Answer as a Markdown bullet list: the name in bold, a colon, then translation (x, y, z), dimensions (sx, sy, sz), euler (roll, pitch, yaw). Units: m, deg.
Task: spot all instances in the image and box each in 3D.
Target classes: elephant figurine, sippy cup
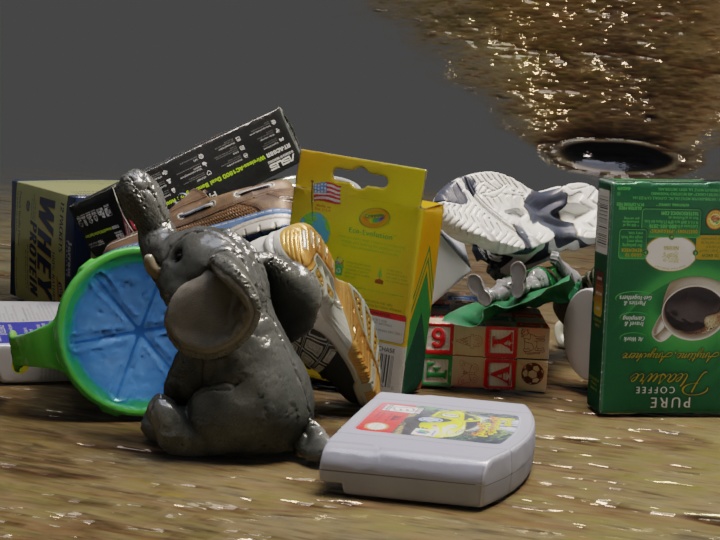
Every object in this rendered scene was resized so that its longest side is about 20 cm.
- **elephant figurine**: translation (-0.101, 0.031, 1.190), dimensions (0.155, 0.200, 0.142), euler (1, 8, -13)
- **sippy cup**: translation (-0.189, 0.050, 1.332), dimensions (0.178, 0.140, 0.130), euler (27, -8, -13)

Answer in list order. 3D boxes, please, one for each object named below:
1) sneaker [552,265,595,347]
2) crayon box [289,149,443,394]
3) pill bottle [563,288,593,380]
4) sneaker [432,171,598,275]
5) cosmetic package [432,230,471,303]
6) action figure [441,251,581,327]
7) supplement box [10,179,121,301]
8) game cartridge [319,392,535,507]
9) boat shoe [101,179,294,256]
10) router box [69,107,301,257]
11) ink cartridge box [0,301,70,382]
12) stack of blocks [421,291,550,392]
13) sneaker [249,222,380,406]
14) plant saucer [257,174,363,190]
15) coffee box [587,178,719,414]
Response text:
- **sneaker**: translation (0.236, 0.033, 1.585), dimensions (0.090, 0.067, 0.200), euler (-9, -23, -1)
- **crayon box**: translation (0.000, 0.000, 1.408), dimensions (0.127, 0.200, 0.051), euler (12, 11, 24)
- **pill bottle**: translation (0.291, 0.055, 1.468), dimensions (0.200, 0.109, 0.109), euler (-1, 9, -25)
- **sneaker**: translation (0.125, -0.036, 1.531), dimensions (0.199, 0.080, 0.130), euler (-8, -17, -38)
- **cosmetic package**: translation (0.033, 0.018, 1.554), dimensions (0.151, 0.052, 0.200), euler (-39, 5, 6)
- **action figure**: translation (0.156, 0.014, 1.476), dimensions (0.118, 0.055, 0.200), euler (-14, -4, 21)
- **supplement box**: translation (-0.262, -0.027, 1.789), dimensions (0.200, 0.134, 0.200), euler (-3, 9, -31)
- **game cartridge**: translation (0.058, 0.126, 1.165), dimensions (0.133, 0.041, 0.200), euler (8, 9, 11)
- **boat shoe**: translation (-0.145, -0.034, 1.484), dimensions (0.200, 0.072, 0.072), euler (-11, -35, 11)
- **router box**: translation (-0.175, -0.087, 1.613), dimensions (0.200, 0.062, 0.150), euler (-28, 8, -25)
- **ink cartridge box**: translation (-0.291, 0.063, 1.477), dimensions (0.200, 0.047, 0.198), euler (-1, 11, -16)
- **stack of blocks**: translation (0.112, 0.064, 1.528), dimensions (0.115, 0.059, 0.200), euler (3, 8, 0)
- **sneaker**: translation (-0.047, 0.041, 1.311), dimensions (0.088, 0.200, 0.076), euler (-17, 41, 15)
- **plant saucer**: translation (-0.051, -0.054, 1.560), dimensions (0.200, 0.050, 0.200), euler (0, 22, 0)
- **coffee box**: translation (0.258, 0.022, 1.370), dimensions (0.123, 0.200, 0.044), euler (-1, 7, -11)
